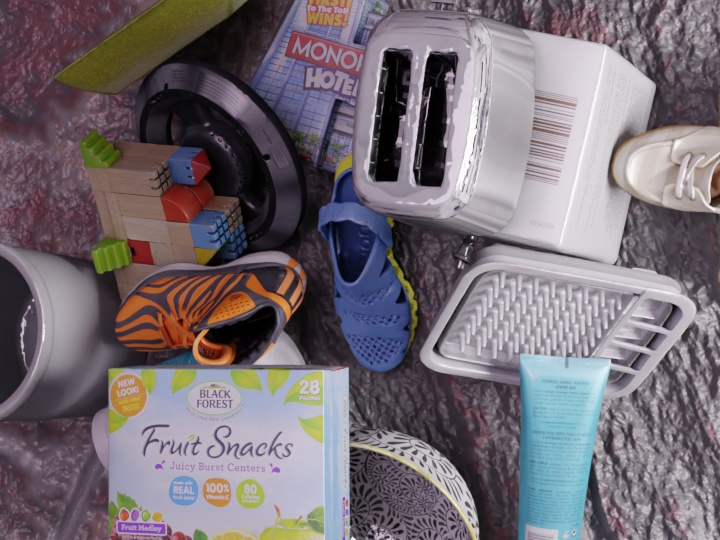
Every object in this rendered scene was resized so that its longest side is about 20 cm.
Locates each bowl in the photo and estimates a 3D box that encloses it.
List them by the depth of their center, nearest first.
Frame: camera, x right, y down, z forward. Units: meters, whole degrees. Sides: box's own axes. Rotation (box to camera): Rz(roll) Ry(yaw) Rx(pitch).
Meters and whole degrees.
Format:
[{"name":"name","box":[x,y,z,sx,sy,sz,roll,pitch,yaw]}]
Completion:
[{"name":"bowl","box":[0.029,0.208,1.425,0.199,0.094,0.202,14,127,20]}]

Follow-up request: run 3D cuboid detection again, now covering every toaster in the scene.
[{"name":"toaster","box":[0.060,-0.106,1.217,0.113,0.129,0.202,8,90,23]}]

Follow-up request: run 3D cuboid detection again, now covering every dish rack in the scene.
[{"name":"dish rack","box":[0.160,0.038,1.347,0.198,0.172,0.044,9,55,-12]}]

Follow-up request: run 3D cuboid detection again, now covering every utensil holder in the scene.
[{"name":"utensil holder","box":[-0.317,0.060,1.539,0.169,0.200,0.172,-1,86,22]}]

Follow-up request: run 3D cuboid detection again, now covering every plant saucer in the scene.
[{"name":"plant saucer","box":[-0.174,-0.236,1.523,0.199,0.200,0.048,-31,103,18]}]

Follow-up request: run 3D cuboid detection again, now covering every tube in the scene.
[{"name":"tube","box":[0.166,0.169,1.381,0.077,0.050,0.202,2,106,-7]}]

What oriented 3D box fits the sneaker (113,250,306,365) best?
[{"name":"sneaker","box":[-0.149,0.047,1.441,0.199,0.112,0.078,-19,116,25]}]

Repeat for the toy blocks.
[{"name":"toy blocks","box":[-0.169,-0.038,1.505,0.136,0.100,0.201,6,124,26]}]

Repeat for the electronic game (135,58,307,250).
[{"name":"electronic game","box":[-0.132,-0.105,1.505,0.199,0.042,0.201,26,138,26]}]

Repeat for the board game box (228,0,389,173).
[{"name":"board game box","box":[-0.005,-0.190,1.503,0.199,0.062,0.202,18,94,23]}]

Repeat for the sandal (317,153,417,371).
[{"name":"sandal","box":[0.000,0.000,1.455,0.079,0.087,0.202,-4,108,21]}]

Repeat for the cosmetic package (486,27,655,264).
[{"name":"cosmetic package","box":[0.136,-0.107,1.363,0.165,0.200,0.169,13,91,22]}]

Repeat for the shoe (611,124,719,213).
[{"name":"shoe","box":[0.301,-0.079,1.293,0.198,0.053,0.071,5,94,8]}]

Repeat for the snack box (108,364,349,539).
[{"name":"snack box","box":[-0.110,0.163,1.349,0.198,0.068,0.170,0,89,19]}]

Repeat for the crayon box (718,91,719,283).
[{"name":"crayon box","box":[0.364,-0.087,1.349,0.126,0.051,0.202,-1,85,23]}]

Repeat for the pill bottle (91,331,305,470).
[{"name":"pill bottle","box":[-0.151,0.131,1.513,0.199,0.111,0.112,-21,79,20]}]
